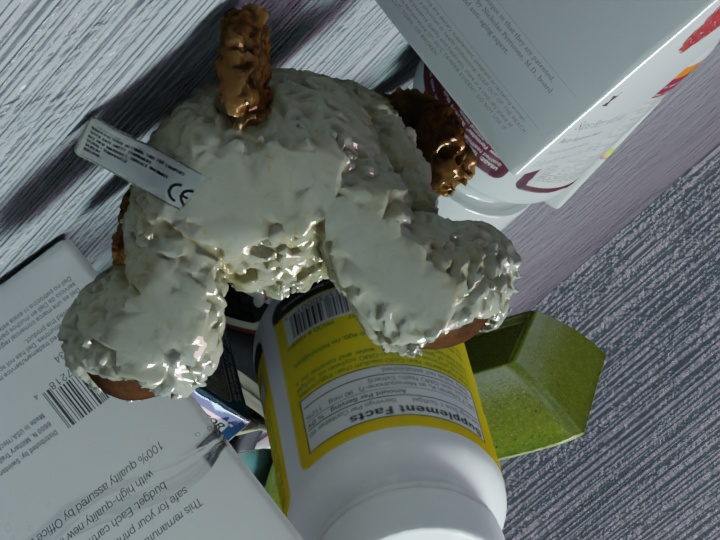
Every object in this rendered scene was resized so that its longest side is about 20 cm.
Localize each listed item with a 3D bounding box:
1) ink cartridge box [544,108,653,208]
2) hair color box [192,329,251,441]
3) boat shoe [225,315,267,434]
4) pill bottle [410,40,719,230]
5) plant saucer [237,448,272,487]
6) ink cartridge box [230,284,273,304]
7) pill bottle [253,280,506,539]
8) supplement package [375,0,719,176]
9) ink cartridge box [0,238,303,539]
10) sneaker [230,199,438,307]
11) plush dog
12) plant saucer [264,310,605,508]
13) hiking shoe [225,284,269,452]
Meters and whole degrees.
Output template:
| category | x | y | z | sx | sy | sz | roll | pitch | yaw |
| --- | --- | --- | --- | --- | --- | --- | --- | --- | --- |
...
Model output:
| category | x | y | z | sx | sy | sz | roll | pitch | yaw |
| --- | --- | --- | --- | --- | --- | --- | --- | --- | --- |
| ink cartridge box | 0.155 | -0.134 | 1.594 | 0.115 | 0.068 | 0.200 | -57 | -176 | -30 |
| hair color box | -0.155 | 0.097 | 1.428 | 0.200 | 0.060 | 0.100 | -41 | -142 | 18 |
| boat shoe | -0.074 | 0.065 | 1.536 | 0.200 | 0.071 | 0.063 | 4 | -119 | 53 |
| pill bottle | 0.096 | -0.105 | 1.414 | 0.109 | 0.110 | 0.200 | -32 | 171 | -45 |
| plant saucer | -0.137 | 0.159 | 1.584 | 0.199 | 0.028 | 0.200 | -23 | 169 | -5 |
| ink cartridge box | 0.000 | 0.000 | 1.510 | 0.200 | 0.116 | 0.068 | -2 | 115 | -78 |
| pill bottle | 0.012 | 0.096 | 1.348 | 0.114 | 0.114 | 0.200 | -41 | -145 | 21 |
| supplement package | 0.121 | -0.153 | 1.178 | 0.200 | 0.120 | 0.121 | -41 | 172 | 20 |
| ink cartridge box | -0.133 | 0.111 | 1.234 | 0.145 | 0.200 | 0.084 | -37 | 173 | -13 |
| sneaker | -0.035 | -0.032 | 1.347 | 0.079 | 0.079 | 0.200 | -46 | 161 | 22 |
| plush dog | -0.038 | -0.041 | 1.156 | 0.199 | 0.161 | 0.172 | -11 | -170 | 3 |
| plant saucer | 0.042 | 0.079 | 1.607 | 0.199 | 0.048 | 0.200 | -16 | -170 | 12 |
| hiking shoe | -0.071 | 0.072 | 1.688 | 0.101 | 0.075 | 0.201 | -45 | 151 | -51 |
